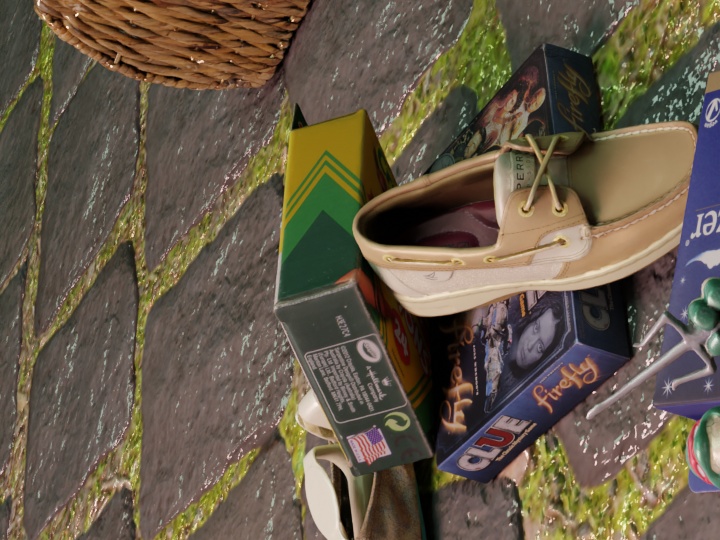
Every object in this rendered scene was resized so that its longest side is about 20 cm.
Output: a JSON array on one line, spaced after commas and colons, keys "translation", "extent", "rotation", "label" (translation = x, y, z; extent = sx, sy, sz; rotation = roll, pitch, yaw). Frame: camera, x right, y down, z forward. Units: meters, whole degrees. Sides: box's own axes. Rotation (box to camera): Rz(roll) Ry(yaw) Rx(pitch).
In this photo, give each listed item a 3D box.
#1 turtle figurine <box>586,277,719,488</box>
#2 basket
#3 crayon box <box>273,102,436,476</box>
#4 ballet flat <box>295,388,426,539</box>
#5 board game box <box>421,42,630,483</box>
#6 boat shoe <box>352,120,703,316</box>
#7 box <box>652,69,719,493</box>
[{"translation": [0.178, 0.066, 0.857], "extent": [0.199, 0.100, 0.151], "rotation": [-17, 95, 46], "label": "turtle figurine"}, {"translation": [-0.149, -0.229, 1.627], "extent": [0.143, 0.199, 0.149], "rotation": [-63, 28, 23], "label": "basket"}, {"translation": [0.000, 0.000, 1.225], "extent": [0.051, 0.127, 0.201], "rotation": [-16, 35, 12], "label": "crayon box"}, {"translation": [-0.002, 0.100, 1.258], "extent": [0.068, 0.067, 0.201], "rotation": [-53, 31, 38], "label": "ballet flat"}, {"translation": [0.084, -0.006, 1.185], "extent": [0.136, 0.034, 0.201], "rotation": [-47, 35, 43], "label": "board game box"}, {"translation": [0.086, -0.031, 1.087], "extent": [0.199, 0.066, 0.074], "rotation": [-21, 50, 27], "label": "boat shoe"}, {"translation": [0.186, -0.003, 0.976], "extent": [0.121, 0.032, 0.201], "rotation": [-15, 62, 62], "label": "box"}]
